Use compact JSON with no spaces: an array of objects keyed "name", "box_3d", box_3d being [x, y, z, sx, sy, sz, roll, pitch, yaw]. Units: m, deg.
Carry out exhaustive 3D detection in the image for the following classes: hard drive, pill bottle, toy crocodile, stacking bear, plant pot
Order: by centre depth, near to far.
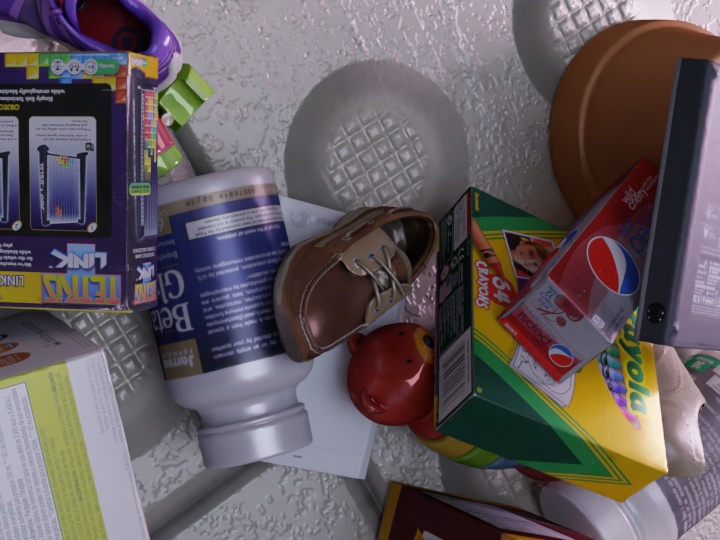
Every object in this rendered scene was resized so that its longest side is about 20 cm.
[{"name":"toy crocodile","box_3d":[-0.189,-0.076,0.999,0.199,0.062,0.068,-36,108,-18]},{"name":"pill bottle","box_3d":[-0.095,0.034,1.009,0.110,0.111,0.203,-13,89,-23]},{"name":"hard drive","box_3d":[0.253,-0.044,1.034,0.139,0.033,0.203,8,91,-58]},{"name":"stacking bear","box_3d":[0.080,0.095,1.101,0.198,0.114,0.123,17,47,-31]},{"name":"hard drive","box_3d":[-0.034,0.054,1.102,0.130,0.026,0.203,14,89,-25]},{"name":"plant pot","box_3d":[0.277,-0.114,1.170,0.198,0.140,0.203,-2,95,-24]},{"name":"pill bottle","box_3d":[0.257,0.167,1.197,0.199,0.113,0.114,-34,107,-19]}]

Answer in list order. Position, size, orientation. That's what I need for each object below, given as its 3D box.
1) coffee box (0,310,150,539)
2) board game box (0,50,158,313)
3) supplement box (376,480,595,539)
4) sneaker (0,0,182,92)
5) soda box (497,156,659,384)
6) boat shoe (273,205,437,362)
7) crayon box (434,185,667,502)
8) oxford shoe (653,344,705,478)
[{"name":"coffee box","box_3d":[-0.258,0.157,0.910,0.196,0.199,0.203,-16,101,-22]},{"name":"board game box","box_3d":[-0.233,-0.060,0.926,0.197,0.057,0.168,2,96,13]},{"name":"supplement box","box_3d":[0.099,0.290,1.085,0.131,0.199,0.200,15,88,-26]},{"name":"sneaker","box_3d":[-0.208,-0.195,0.953,0.198,0.083,0.081,27,78,-1]},{"name":"soda box","box_3d":[0.182,-0.004,1.048,0.070,0.063,0.200,46,43,1]},{"name":"boat shoe","box_3d":[0.000,0.000,1.005,0.076,0.071,0.200,68,30,-19]},{"name":"crayon box","box_3d":[0.142,0.054,1.063,0.171,0.058,0.202,22,46,-20]},{"name":"oxford shoe","box_3d":[0.243,0.099,1.157,0.074,0.201,0.071,21,129,-8]}]
